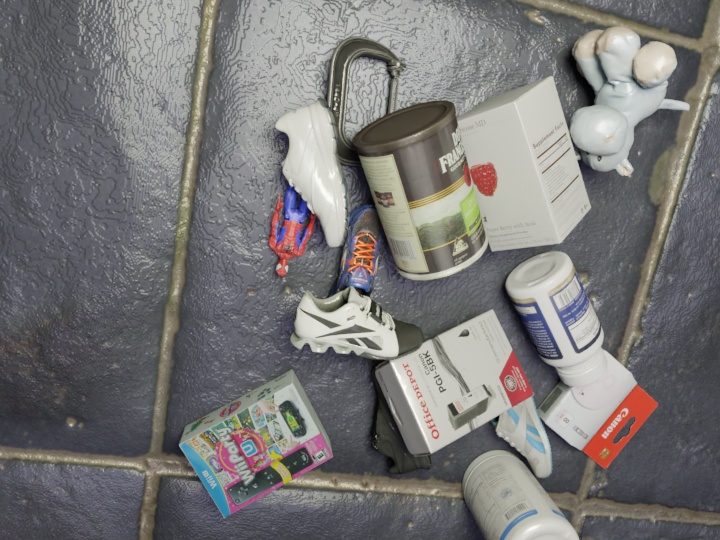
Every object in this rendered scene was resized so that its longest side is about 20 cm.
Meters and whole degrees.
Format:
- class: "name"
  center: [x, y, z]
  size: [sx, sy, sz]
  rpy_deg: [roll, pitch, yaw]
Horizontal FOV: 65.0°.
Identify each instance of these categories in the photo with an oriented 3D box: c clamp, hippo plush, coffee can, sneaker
- class: "c clamp"
  center: [0.024, -0.231, 0.828]
  size: [0.167, 0.027, 0.206]
  rpy_deg: [-6, 106, -22]
- class: "hippo plush"
  center: [0.358, -0.238, 0.831]
  size: [0.198, 0.158, 0.163]
  rpy_deg: [19, 105, -55]
- class: "coffee can"
  center: [0.087, -0.112, 0.794]
  size: [0.143, 0.147, 0.204]
  rpy_deg: [-23, 117, -3]
- class: "sneaker"
  center: [0.004, 0.070, 0.798]
  size: [0.195, 0.074, 0.091]
  rpy_deg: [5, 111, -17]
- class: "sneaker"
  center: [0.270, 0.268, 0.972]
  size: [0.079, 0.077, 0.204]
  rpy_deg: [-23, 99, 4]
- class: "sneaker"
  center: [-0.062, -0.129, 0.788]
  size: [0.085, 0.075, 0.205]
  rpy_deg: [-11, 105, 4]
- class: "sneaker"
  center: [0.050, 0.253, 0.930]
  size: [0.089, 0.076, 0.204]
  rpy_deg: [-20, 102, 6]
- class: "sneaker"
  center: [0.000, 0.000, 0.856]
  size: [0.073, 0.079, 0.205]
  rpy_deg: [10, 101, -12]

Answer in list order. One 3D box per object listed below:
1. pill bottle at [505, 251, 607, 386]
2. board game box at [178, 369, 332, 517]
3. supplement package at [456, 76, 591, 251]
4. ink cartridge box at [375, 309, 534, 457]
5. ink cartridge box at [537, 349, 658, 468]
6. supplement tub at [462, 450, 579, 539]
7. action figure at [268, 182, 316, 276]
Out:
- class: "pill bottle"
  center: [0.322, 0.082, 0.913]
  size: [0.110, 0.111, 0.203]
  rpy_deg: [-31, 106, -1]
- class: "board game box"
  center: [-0.162, 0.274, 0.902]
  size: [0.197, 0.064, 0.150]
  rpy_deg: [-28, 106, -1]
- class: "supplement package"
  center: [0.231, -0.149, 0.817]
  size: [0.119, 0.120, 0.204]
  rpy_deg: [-36, 109, -37]
- class: "ink cartridge box"
  center: [0.142, 0.171, 0.865]
  size: [0.196, 0.083, 0.149]
  rpy_deg: [-22, 79, -21]
- class: "ink cartridge box"
  center: [0.433, 0.252, 1.005]
  size: [0.199, 0.057, 0.164]
  rpy_deg: [38, 94, -11]
- class: "supplement tub"
  center: [0.257, 0.407, 0.931]
  size: [0.128, 0.200, 0.136]
  rpy_deg: [-2, 103, -8]
- class: "action figure"
  center: [-0.096, -0.090, 0.837]
  size: [0.064, 0.052, 0.205]
  rpy_deg: [11, 103, -17]
